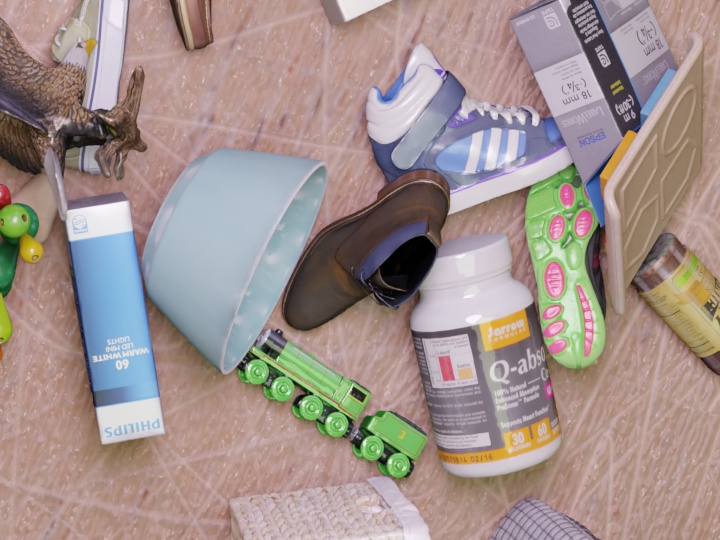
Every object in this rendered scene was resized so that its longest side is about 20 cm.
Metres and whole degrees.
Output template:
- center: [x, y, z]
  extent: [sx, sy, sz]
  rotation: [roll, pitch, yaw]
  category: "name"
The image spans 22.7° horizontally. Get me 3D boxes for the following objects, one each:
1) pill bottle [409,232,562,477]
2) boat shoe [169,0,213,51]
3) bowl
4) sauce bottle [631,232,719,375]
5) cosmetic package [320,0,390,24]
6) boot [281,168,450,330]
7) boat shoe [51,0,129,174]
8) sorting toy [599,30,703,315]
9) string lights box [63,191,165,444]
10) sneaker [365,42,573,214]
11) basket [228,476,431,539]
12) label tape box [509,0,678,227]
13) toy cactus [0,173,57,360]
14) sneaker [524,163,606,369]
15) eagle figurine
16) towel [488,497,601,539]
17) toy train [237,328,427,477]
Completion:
- center: [0.108, 0.075, 1.616]
  extent: [0.115, 0.116, 0.202]
  rotation: [-15, 100, -10]
  category: "pill bottle"
- center: [-0.138, -0.292, 1.545]
  extent: [0.067, 0.072, 0.203]
  rotation: [-5, 95, -9]
  category: "boat shoe"
- center: [-0.116, -0.024, 1.534]
  extent: [0.104, 0.201, 0.202]
  rotation: [27, 90, 6]
  category: "bowl"
- center: [0.334, 0.053, 1.688]
  extent: [0.065, 0.065, 0.200]
  rotation: [-46, 104, -3]
  category: "sauce bottle"
- center: [-0.015, -0.328, 1.567]
  extent: [0.103, 0.073, 0.202]
  rotation: [-26, 100, -8]
  category: "cosmetic package"
- center: [0.000, 0.000, 1.565]
  extent: [0.075, 0.097, 0.200]
  rotation: [38, 113, -19]
  category: "boot"
- center: [-0.234, -0.184, 1.539]
  extent: [0.061, 0.072, 0.203]
  rotation: [7, 96, -7]
  category: "boat shoe"
- center: [0.255, -0.086, 1.585]
  extent: [0.036, 0.186, 0.201]
  rotation: [21, 65, 21]
  category: "sorting toy"
- center: [-0.215, 0.039, 1.550]
  extent: [0.058, 0.103, 0.203]
  rotation: [-10, 99, -9]
  category: "string lights box"
- center: [0.102, -0.143, 1.607]
  extent: [0.198, 0.081, 0.148]
  rotation: [-23, 105, -3]
  category: "sneaker"
- center: [-0.026, 0.300, 1.572]
  extent: [0.159, 0.198, 0.203]
  rotation: [-2, 97, -9]
  category: "basket"
- center: [0.227, -0.162, 1.597]
  extent: [0.144, 0.063, 0.202]
  rotation: [-36, 103, -49]
  category: "label tape box"
- center: [-0.308, -0.017, 1.516]
  extent: [0.101, 0.201, 0.166]
  rotation: [23, 50, 3]
  category: "toy cactus"
- center: [0.189, -0.008, 1.649]
  extent: [0.076, 0.084, 0.203]
  rotation: [1, 80, 6]
  category: "sneaker"
- center: [-0.269, -0.148, 1.466]
  extent: [0.198, 0.151, 0.153]
  rotation: [23, 113, 5]
  category: "eagle figurine"
- center: [0.157, 0.322, 1.630]
  extent: [0.085, 0.165, 0.201]
  rotation: [29, 90, -19]
  category: "towel"
- center: [-0.025, 0.120, 1.633]
  extent: [0.199, 0.042, 0.057]
  rotation: [35, 79, -13]
  category: "toy train"
